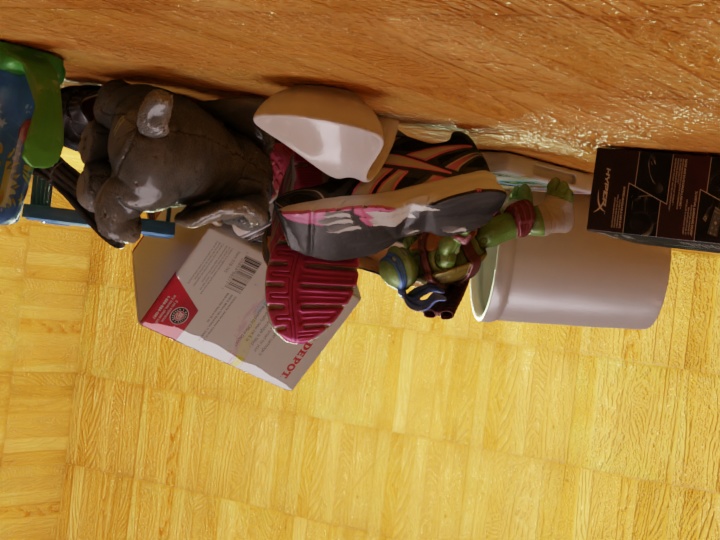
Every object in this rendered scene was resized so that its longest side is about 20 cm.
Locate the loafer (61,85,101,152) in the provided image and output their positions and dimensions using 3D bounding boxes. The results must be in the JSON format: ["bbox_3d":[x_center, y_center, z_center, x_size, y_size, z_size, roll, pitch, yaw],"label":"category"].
[{"bbox_3d":[-0.173,-0.118,1.314,0.199,0.073,0.072,6,177,-26],"label":"loafer"}]

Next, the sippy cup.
[{"bbox_3d":[-0.298,-0.103,1.123,0.138,0.132,0.178,7,179,-15],"label":"sippy cup"}]

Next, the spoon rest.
[{"bbox_3d":[-0.016,-0.104,1.163,0.099,0.061,0.200,7,-179,18],"label":"spoon rest"}]

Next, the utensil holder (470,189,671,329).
[{"bbox_3d":[0.238,-0.017,1.713,0.198,0.172,0.170,6,180,-5],"label":"utensil holder"}]

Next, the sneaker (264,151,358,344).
[{"bbox_3d":[-0.041,-0.028,1.331,0.081,0.202,0.088,14,164,-8],"label":"sneaker"}]

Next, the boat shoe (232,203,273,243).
[{"bbox_3d":[-0.066,-0.044,1.554,0.070,0.067,0.200,-23,179,21],"label":"boat shoe"}]

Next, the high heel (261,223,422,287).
[{"bbox_3d":[0.000,0.000,1.442,0.199,0.143,0.072,31,133,-6],"label":"high heel"}]

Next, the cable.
[{"bbox_3d":[-0.266,-0.102,1.291,0.199,0.050,0.097,32,142,13],"label":"cable"}]

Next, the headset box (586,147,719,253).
[{"bbox_3d":[0.317,-0.054,1.292,0.199,0.078,0.149,9,-179,29],"label":"headset box"}]

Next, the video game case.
[{"bbox_3d":[0.119,-0.105,1.562,0.199,0.024,0.181,6,180,38],"label":"video game case"}]

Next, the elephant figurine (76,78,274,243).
[{"bbox_3d":[-0.123,-0.087,1.238,0.199,0.142,0.155,10,-159,-31],"label":"elephant figurine"}]

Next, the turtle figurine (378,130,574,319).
[{"bbox_3d":[0.090,-0.069,1.398,0.193,0.201,0.144,-13,151,-30],"label":"turtle figurine"}]

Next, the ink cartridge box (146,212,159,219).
[{"bbox_3d":[-0.151,-0.077,1.763,0.198,0.076,0.165,8,-153,-18],"label":"ink cartridge box"}]

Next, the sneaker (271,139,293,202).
[{"bbox_3d":[-0.091,-0.112,1.487,0.074,0.081,0.200,-23,-175,-12],"label":"sneaker"}]

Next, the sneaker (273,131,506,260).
[{"bbox_3d":[0.019,-0.070,1.279,0.198,0.087,0.081,-8,148,-16],"label":"sneaker"}]

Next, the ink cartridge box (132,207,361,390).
[{"bbox_3d":[-0.126,0.007,1.633,0.199,0.146,0.145,27,-156,-27],"label":"ink cartridge box"}]

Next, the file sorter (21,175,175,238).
[{"bbox_3d":[-0.242,-0.100,1.449,0.138,0.124,0.200,8,179,-7],"label":"file sorter"}]
